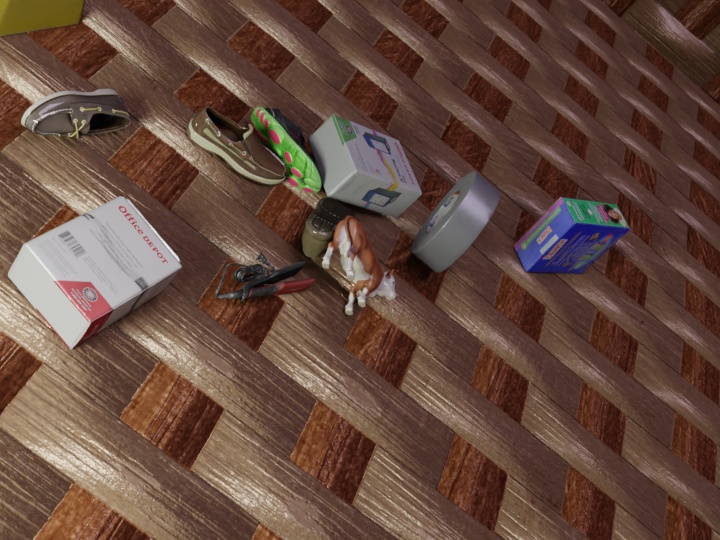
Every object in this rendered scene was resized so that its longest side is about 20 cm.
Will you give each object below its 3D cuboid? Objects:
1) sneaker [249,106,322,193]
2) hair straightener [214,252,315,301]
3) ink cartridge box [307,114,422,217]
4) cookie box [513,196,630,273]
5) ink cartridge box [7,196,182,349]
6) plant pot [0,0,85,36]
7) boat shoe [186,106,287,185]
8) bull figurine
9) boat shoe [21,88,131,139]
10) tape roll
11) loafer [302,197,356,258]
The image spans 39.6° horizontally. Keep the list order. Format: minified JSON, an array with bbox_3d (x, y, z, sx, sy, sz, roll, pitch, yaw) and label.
[{"bbox_3d":[-0.127,-0.236,1.895,0.083,0.077,0.201,-24,75,-45],"label":"sneaker"},{"bbox_3d":[-0.168,0.011,1.679,0.198,0.041,0.077,-15,66,-42],"label":"hair straightener"},{"bbox_3d":[0.010,-0.201,1.954,0.199,0.087,0.147,16,44,-46],"label":"ink cartridge box"},{"bbox_3d":[0.465,-0.073,2.201,0.198,0.171,0.076,2,52,-40],"label":"cookie box"},{"bbox_3d":[-0.382,-0.001,1.456,0.147,0.083,0.200,48,39,4],"label":"ink cartridge box"},{"bbox_3d":[-0.572,-0.542,1.690,0.201,0.176,0.199,51,40,9],"label":"plant pot"},{"bbox_3d":[-0.213,-0.226,1.810,0.201,0.075,0.075,27,42,-22],"label":"boat shoe"},{"bbox_3d":[0.000,0.000,1.767,0.201,0.064,0.122,60,38,-36],"label":"bull figurine"},{"bbox_3d":[-0.455,-0.247,1.621,0.060,0.072,0.199,49,33,11],"label":"boat shoe"},{"bbox_3d":[0.184,-0.094,1.947,0.066,0.200,0.201,37,39,-9],"label":"tape roll"},{"bbox_3d":[-0.066,-0.078,1.821,0.076,0.068,0.200,33,22,7],"label":"loafer"}]
